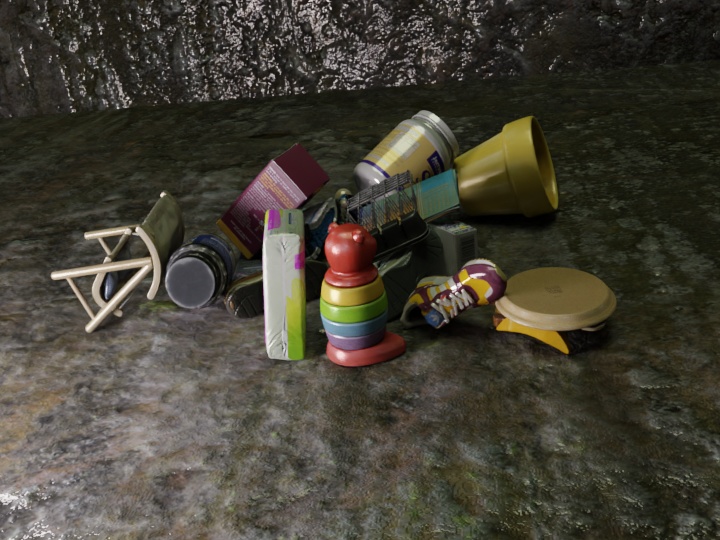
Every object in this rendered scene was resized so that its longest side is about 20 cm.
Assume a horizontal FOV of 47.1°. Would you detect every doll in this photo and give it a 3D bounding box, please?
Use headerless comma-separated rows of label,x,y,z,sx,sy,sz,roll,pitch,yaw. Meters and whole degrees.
doll,0.011,-0.115,1.723,0.199,0.049,0.136,37,5,40

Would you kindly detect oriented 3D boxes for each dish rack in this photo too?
dish rack,0.040,-0.098,1.461,0.151,0.055,0.202,-23,30,13

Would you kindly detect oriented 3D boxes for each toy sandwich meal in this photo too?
toy sandwich meal,0.291,0.060,1.267,0.200,0.072,0.206,-4,25,2

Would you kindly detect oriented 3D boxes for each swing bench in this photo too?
swing bench,-0.414,-0.021,1.488,0.197,0.132,0.200,-25,20,11

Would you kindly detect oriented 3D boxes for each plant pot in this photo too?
plant pot,0.303,-0.202,1.753,0.185,0.205,0.201,-14,18,22

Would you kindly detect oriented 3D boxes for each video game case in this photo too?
video game case,-0.176,-0.001,1.603,0.139,0.019,0.201,-6,23,2

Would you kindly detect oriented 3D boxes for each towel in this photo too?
towel,0.090,-0.111,1.506,0.196,0.022,0.148,-23,30,18

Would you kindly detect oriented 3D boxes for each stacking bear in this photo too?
stacking bear,-0.009,0.028,1.237,0.112,0.205,0.120,-20,26,-33

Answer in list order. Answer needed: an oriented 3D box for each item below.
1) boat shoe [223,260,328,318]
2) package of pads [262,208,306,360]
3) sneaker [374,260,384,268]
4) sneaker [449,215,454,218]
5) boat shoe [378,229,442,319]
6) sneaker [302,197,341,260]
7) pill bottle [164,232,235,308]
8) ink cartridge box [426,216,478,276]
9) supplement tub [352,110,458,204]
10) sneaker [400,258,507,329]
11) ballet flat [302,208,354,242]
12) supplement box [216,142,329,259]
boat shoe,-0.153,0.023,1.466,0.196,0.078,0.074,-15,20,-21
package of pads,-0.119,0.017,1.296,0.066,0.205,0.155,-1,20,-5
sneaker,0.000,0.000,1.496,0.084,0.079,0.201,-6,31,-15
sneaker,0.148,-0.125,1.751,0.095,0.072,0.201,-11,25,8
boat shoe,0.064,0.011,1.402,0.203,0.075,0.064,-52,19,-26
sneaker,-0.115,-0.071,1.638,0.085,0.076,0.200,-5,27,33
pill bottle,-0.283,0.003,1.454,0.109,0.115,0.200,-7,10,-1
ink cartridge box,0.140,-0.044,1.497,0.049,0.112,0.199,-15,23,-22
supplement tub,0.096,-0.219,1.715,0.200,0.146,0.145,-44,34,-14
sneaker,0.143,0.048,1.277,0.199,0.075,0.091,-24,23,52
ballet flat,-0.105,-0.090,1.737,0.195,0.076,0.074,3,23,26
supplement box,-0.174,-0.139,1.646,0.200,0.103,0.131,-43,3,31
